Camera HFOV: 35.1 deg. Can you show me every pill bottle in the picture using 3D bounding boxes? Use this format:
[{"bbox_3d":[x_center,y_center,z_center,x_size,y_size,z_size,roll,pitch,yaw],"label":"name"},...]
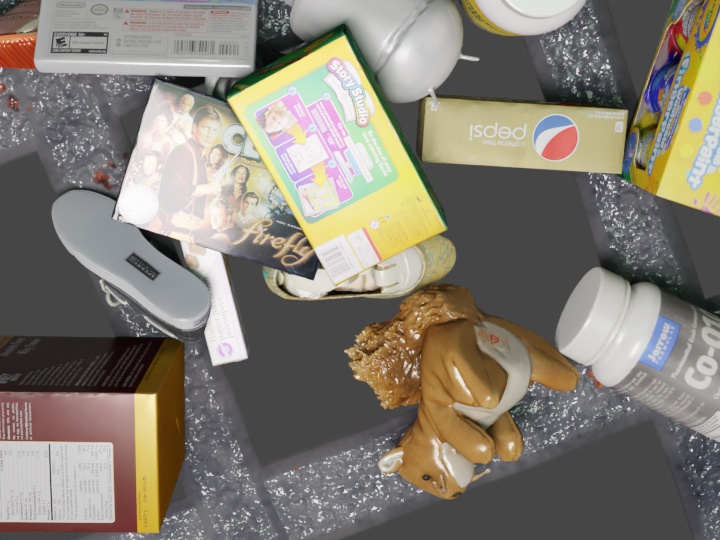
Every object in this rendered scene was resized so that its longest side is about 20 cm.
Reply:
[{"bbox_3d":[0.304,0.082,1.142,0.199,0.114,0.114,26,100,-6],"label":"pill bottle"},{"bbox_3d":[0.147,-0.269,1.025,0.111,0.200,0.113,0,101,-1],"label":"pill bottle"}]

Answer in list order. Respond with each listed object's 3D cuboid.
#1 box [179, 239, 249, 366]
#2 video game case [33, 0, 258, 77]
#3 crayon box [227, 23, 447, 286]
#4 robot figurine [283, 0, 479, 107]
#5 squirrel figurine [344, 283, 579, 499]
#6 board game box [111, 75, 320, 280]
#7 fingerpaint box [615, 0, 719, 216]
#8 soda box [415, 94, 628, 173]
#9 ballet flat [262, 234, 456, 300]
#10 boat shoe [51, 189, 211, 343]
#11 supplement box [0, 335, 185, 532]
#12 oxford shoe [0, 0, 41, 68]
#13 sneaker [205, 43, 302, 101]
[{"bbox_3d":[-0.155,-0.006,1.153,0.038,0.041,0.202,-13,100,1],"label":"box"},{"bbox_3d":[-0.194,-0.264,1.060,0.198,0.024,0.183,1,67,-2],"label":"video game case"},{"bbox_3d":[-0.018,-0.102,1.017,0.118,0.058,0.201,-26,107,10],"label":"crayon box"},{"bbox_3d":[0.014,-0.235,1.063,0.200,0.113,0.170,38,79,5],"label":"robot figurine"},{"bbox_3d":[0.081,0.124,1.147,0.200,0.141,0.187,46,126,25],"label":"squirrel figurine"},{"bbox_3d":[-0.117,-0.085,1.064,0.199,0.035,0.136,17,100,-14],"label":"board game box"},{"bbox_3d":[0.318,-0.166,1.067,0.073,0.167,0.201,16,101,-4],"label":"fingerpaint box"},{"bbox_3d":[0.156,-0.136,1.119,0.198,0.068,0.065,3,102,-2],"label":"soda box"},{"bbox_3d":[0.000,0.000,1.144,0.198,0.071,0.071,-3,101,-1],"label":"ballet flat"},{"bbox_3d":[-0.229,-0.001,1.135,0.199,0.068,0.074,34,57,10],"label":"boat shoe"},{"bbox_3d":[-0.281,0.152,1.100,0.198,0.197,0.134,1,101,-2],"label":"supplement box"},{"bbox_3d":[-0.300,-0.244,1.098,0.198,0.071,0.073,-10,81,-3],"label":"oxford shoe"},{"bbox_3d":[-0.089,-0.125,1.112,0.113,0.076,0.202,-4,101,-1],"label":"sneaker"}]
